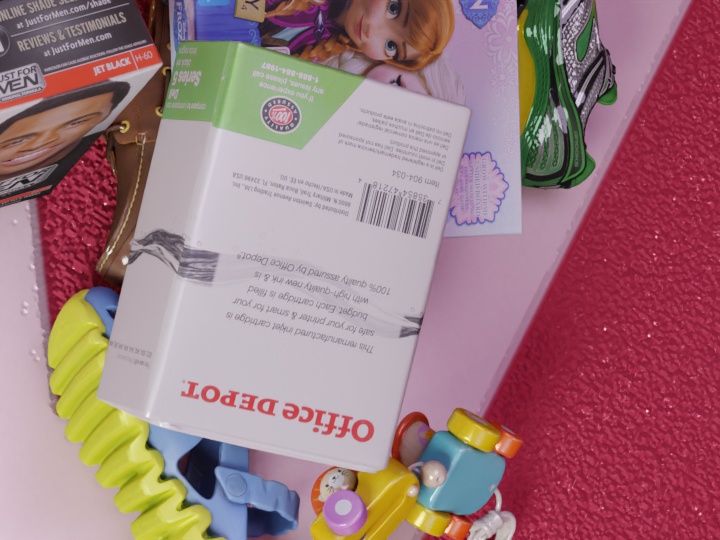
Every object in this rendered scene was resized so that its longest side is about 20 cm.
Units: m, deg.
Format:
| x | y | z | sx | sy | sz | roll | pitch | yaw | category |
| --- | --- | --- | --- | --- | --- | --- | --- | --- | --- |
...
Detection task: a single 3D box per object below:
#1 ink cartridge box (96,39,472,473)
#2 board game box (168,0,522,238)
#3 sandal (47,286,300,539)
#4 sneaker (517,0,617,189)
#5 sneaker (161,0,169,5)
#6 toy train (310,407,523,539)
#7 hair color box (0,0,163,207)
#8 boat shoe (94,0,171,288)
| x | y | z | sx | sy | sz | roll | pitch | yaw | category |
| --- | --- | --- | --- | --- | --- | --- | --- | --- | --- |
| -0.041 | -0.008 | 1.394 | 0.145 | 0.084 | 0.200 | 14 | 89 | -26 | ink cartridge box |
| -0.007 | -0.114 | 1.472 | 0.199 | 0.041 | 0.200 | -5 | 95 | -25 | board game box |
| -0.101 | 0.096 | 1.458 | 0.087 | 0.079 | 0.200 | -30 | 94 | -33 | sandal |
| 0.119 | -0.142 | 1.644 | 0.085 | 0.078 | 0.200 | 19 | 74 | -24 | sneaker |
| -0.078 | -0.195 | 1.549 | 0.104 | 0.060 | 0.200 | 4 | 41 | -29 | sneaker |
| 0.006 | 0.151 | 1.472 | 0.056 | 0.150 | 0.200 | 34 | 47 | 29 | toy train |
| -0.190 | -0.086 | 1.406 | 0.101 | 0.200 | 0.061 | -19 | 80 | -28 | hair color box |
| -0.119 | -0.076 | 1.513 | 0.068 | 0.072 | 0.200 | 23 | 58 | -9 | boat shoe |
